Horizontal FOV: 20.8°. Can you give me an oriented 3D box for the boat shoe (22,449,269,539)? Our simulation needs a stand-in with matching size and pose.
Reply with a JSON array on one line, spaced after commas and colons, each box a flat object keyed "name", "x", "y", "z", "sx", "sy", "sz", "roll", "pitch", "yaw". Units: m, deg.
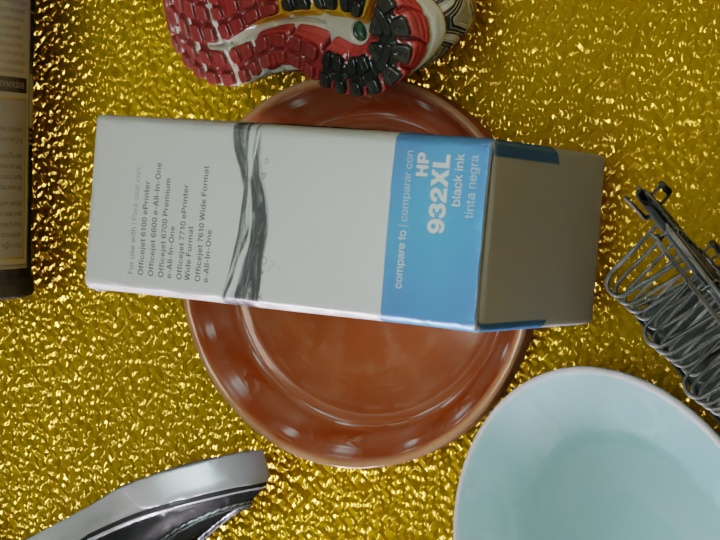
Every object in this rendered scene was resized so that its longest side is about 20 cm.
[{"name": "boat shoe", "x": -0.122, "y": 0.155, "z": 1.049, "sx": 0.199, "sy": 0.074, "sz": 0.068, "roll": -27, "pitch": 76, "yaw": 25}]

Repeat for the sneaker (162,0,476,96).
[{"name": "sneaker", "x": -0.027, "y": -0.133, "z": 0.998, "sx": 0.200, "sy": 0.082, "sz": 0.078, "roll": 19, "pitch": 121, "yaw": 39}]

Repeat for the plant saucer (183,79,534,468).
[{"name": "plant saucer", "x": 0.000, "y": 0.000, "z": 1.006, "sx": 0.200, "sy": 0.032, "sz": 0.201, "roll": 1, "pitch": 92, "yaw": 26}]

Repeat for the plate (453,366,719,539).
[{"name": "plate", "x": 0.123, "y": 0.143, "z": 0.929, "sx": 0.200, "sy": 0.026, "sz": 0.201, "roll": 11, "pitch": 105, "yaw": 45}]

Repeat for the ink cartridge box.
[{"name": "ink cartridge box", "x": -0.005, "y": -0.024, "z": 0.910, "sx": 0.199, "sy": 0.145, "sz": 0.084, "roll": 6, "pitch": 94, "yaw": 26}]

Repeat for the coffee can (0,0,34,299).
[{"name": "coffee can", "x": -0.249, "y": -0.087, "z": 1.063, "sx": 0.146, "sy": 0.146, "sz": 0.201, "roll": 3, "pitch": 93, "yaw": 26}]

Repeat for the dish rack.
[{"name": "dish rack", "x": 0.163, "y": 0.044, "z": 0.832, "sx": 0.055, "sy": 0.200, "sz": 0.154, "roll": -41, "pitch": 67, "yaw": 8}]
